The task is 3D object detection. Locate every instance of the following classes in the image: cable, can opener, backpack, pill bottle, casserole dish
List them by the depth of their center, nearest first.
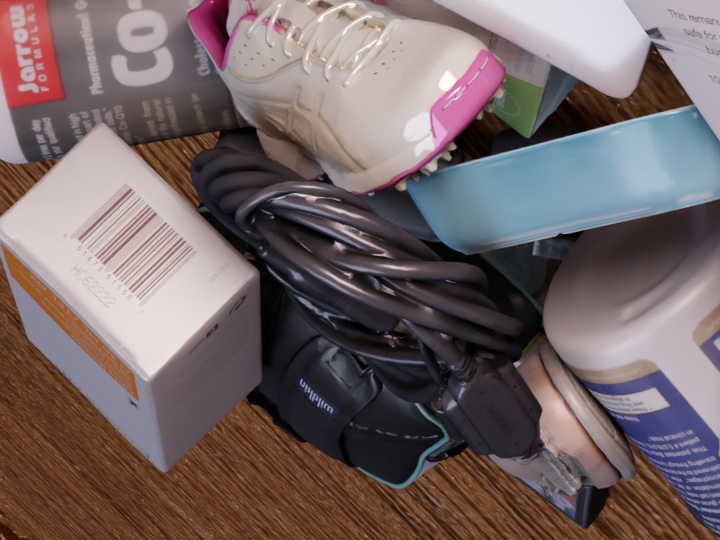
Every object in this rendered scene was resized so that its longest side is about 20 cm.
[{"bbox_3d":[0.105,-0.040,1.163,0.200,0.121,0.039,-11,93,52],"label":"casserole dish"},{"bbox_3d":[0.000,0.000,1.229,0.163,0.051,0.200,38,174,32],"label":"cable"},{"bbox_3d":[0.178,0.059,1.311,0.200,0.111,0.111,48,162,-25],"label":"pill bottle"},{"bbox_3d":[-0.120,-0.110,1.345,0.114,0.199,0.114,-10,-90,-89],"label":"pill bottle"},{"bbox_3d":[0.032,-0.047,1.369,0.199,0.053,0.067,8,119,5],"label":"can opener"},{"bbox_3d":[0.005,0.012,1.499,0.176,0.153,0.200,39,155,8],"label":"backpack"}]

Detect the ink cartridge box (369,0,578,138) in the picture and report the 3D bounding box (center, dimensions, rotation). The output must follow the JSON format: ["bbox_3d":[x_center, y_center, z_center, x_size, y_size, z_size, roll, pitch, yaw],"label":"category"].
[{"bbox_3d":[0.013,-0.153,1.202,0.200,0.067,0.117,37,164,9],"label":"ink cartridge box"}]

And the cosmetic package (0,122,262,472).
[{"bbox_3d":[-0.104,0.017,1.375,0.101,0.071,0.200,43,168,10],"label":"cosmetic package"}]

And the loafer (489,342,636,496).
[{"bbox_3d":[0.086,0.077,1.377,0.072,0.063,0.200,57,-176,4],"label":"loafer"}]

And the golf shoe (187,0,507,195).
[{"bbox_3d":[-0.012,-0.081,1.202,0.092,0.075,0.200,47,164,-18],"label":"golf shoe"}]

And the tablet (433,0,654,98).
[{"bbox_3d":[0.032,-0.157,1.102,0.199,0.014,0.130,29,129,15],"label":"tablet"}]

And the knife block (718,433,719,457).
[{"bbox_3d":[0.234,0.031,1.233,0.175,0.201,0.064,-4,-169,-35],"label":"knife block"}]

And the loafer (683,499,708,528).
[{"bbox_3d":[0.177,0.063,1.423,0.071,0.073,0.200,15,157,35],"label":"loafer"}]

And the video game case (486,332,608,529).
[{"bbox_3d":[0.067,0.060,1.713,0.180,0.026,0.200,36,163,14],"label":"video game case"}]

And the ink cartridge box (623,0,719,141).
[{"bbox_3d":[0.172,-0.085,0.995,0.146,0.084,0.200,17,151,53],"label":"ink cartridge box"}]
